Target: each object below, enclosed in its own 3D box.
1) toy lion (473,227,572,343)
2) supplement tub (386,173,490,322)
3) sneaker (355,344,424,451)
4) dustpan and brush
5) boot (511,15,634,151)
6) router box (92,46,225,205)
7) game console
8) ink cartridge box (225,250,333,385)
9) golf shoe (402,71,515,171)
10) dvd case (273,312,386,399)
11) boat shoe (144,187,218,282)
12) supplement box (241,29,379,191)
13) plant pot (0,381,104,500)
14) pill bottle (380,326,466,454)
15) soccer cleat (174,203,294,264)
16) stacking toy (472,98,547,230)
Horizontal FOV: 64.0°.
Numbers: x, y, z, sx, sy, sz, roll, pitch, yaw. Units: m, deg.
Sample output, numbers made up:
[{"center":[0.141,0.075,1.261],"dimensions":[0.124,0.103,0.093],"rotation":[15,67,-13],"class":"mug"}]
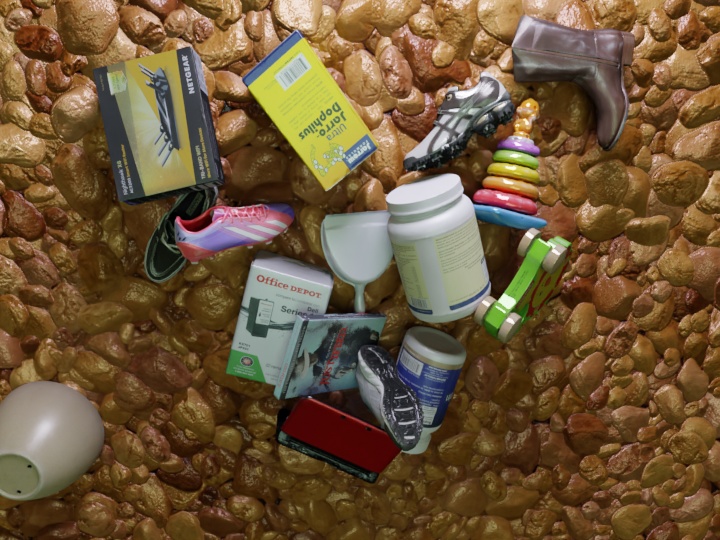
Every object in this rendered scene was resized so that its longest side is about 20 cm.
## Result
[{"center":[0.281,0.031,0.950],"dimensions":[0.068,0.191,0.202],"rotation":[34,90,29],"class":"toy lion"},{"center":[0.124,-0.037,0.929],"dimensions":[0.141,0.146,0.204],"rotation":[-17,111,2],"class":"supplement tub"},{"center":[0.044,0.218,0.964],"dimensions":[0.072,0.202,0.081],"rotation":[3,125,-26],"class":"sneaker"},{"center":[0.000,0.000,0.993],"dimensions":[0.136,0.057,0.206],"rotation":[-5,101,-15],"class":"dustpan and brush"},{"center":[0.319,-0.292,0.906],"dimensions":[0.194,0.064,0.192],"rotation":[3,95,-8],"class":"boot"},{"center":[-0.303,-0.216,0.874],"dimensions":[0.153,0.052,0.206],"rotation":[-12,90,1],"class":"router box"},{"center":[-0.040,0.276,1.018],"dimensions":[0.197,0.172,0.121],"rotation":[27,96,-10],"class":"game console"},{"center":[-0.138,0.086,0.991],"dimensions":[0.143,0.083,0.205],"rotation":[14,106,-8],"class":"ink cartridge box"},{"center":[0.144,-0.234,0.921],"dimensions":[0.197,0.078,0.096],"rotation":[-30,83,11],"class":"golf shoe"},{"center":[-0.048,0.143,0.985],"dimensions":[0.197,0.022,0.149],"rotation":[4,111,-45],"class":"dvd case"},{"center":[-0.303,-0.064,0.945],"dimensions":[0.070,0.064,0.202],"rotation":[29,104,-11],"class":"boat shoe"},{"center":[-0.072,-0.241,0.878],"dimensions":[0.109,0.109,0.201],"rotation":[-36,106,8],"class":"supplement box"},{"center":[-0.576,0.319,1.015],"dimensions":[0.194,0.135,0.206],"rotation":[-1,107,-3],"class":"plant pot"},{"center":[0.106,0.214,1.028],"dimensions":[0.113,0.116,0.205],"rotation":[15,107,-8],"class":"pill bottle"},{"center":[-0.197,-0.075,0.917],"dimensions":[0.196,0.067,0.078],"rotation":[-21,132,-18],"class":"soccer cleat"},{"center":[0.250,-0.174,0.930],"dimensions":[0.113,0.110,0.206],"rotation":[9,96,-20],"class":"stacking toy"}]
